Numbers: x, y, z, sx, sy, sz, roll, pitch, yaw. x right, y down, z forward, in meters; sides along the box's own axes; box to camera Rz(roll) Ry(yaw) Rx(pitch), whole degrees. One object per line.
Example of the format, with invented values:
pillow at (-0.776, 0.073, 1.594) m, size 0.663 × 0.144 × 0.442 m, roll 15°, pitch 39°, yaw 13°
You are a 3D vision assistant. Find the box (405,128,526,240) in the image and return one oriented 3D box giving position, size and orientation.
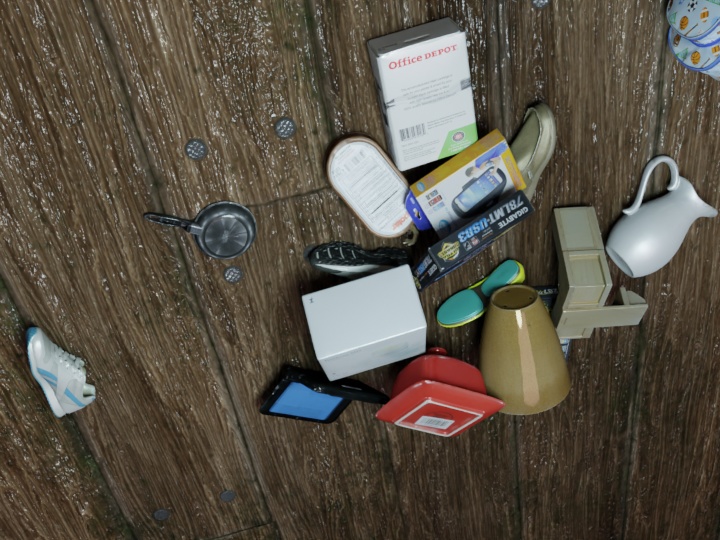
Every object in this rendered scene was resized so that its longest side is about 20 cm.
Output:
box at (0.174, -0.135, 1.290) m, size 0.198 × 0.042 × 0.119 m, roll -35°, pitch 133°, yaw 5°

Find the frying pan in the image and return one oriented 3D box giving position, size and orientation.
frying pan at (-0.263, -0.083, 1.312) m, size 0.189 × 0.031 × 0.115 m, roll 32°, pitch 109°, yaw -32°

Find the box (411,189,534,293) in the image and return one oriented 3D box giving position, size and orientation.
box at (0.187, -0.047, 1.331) m, size 0.198 × 0.199 × 0.050 m, roll -33°, pitch 82°, yaw -12°

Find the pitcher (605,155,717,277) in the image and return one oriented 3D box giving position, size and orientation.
pitcher at (0.560, -0.102, 1.467) m, size 0.199 × 0.121 × 0.172 m, roll -42°, pitch 102°, yaw 3°

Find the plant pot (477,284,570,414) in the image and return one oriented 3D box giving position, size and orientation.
plant pot at (0.305, 0.137, 1.464) m, size 0.182 × 0.187 × 0.204 m, roll -14°, pitch 117°, yaw -5°

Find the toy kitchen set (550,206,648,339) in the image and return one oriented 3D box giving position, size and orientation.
toy kitchen set at (0.453, 0.009, 1.480) m, size 0.159 × 0.184 × 0.201 m, roll -3°, pitch 147°, yaw 1°

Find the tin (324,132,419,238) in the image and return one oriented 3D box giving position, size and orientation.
tin at (0.020, -0.143, 1.309) m, size 0.111 × 0.042 × 0.200 m, roll -39°, pitch 109°, yaw 11°

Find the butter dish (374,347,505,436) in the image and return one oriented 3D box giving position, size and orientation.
butter dish at (0.149, 0.220, 1.471) m, size 0.197 × 0.150 × 0.200 m, roll 17°, pitch 143°, yaw -22°

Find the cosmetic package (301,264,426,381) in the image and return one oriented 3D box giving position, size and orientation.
cosmetic package at (0.012, 0.101, 1.384) m, size 0.195 × 0.125 × 0.201 m, roll -16°, pitch 160°, yaw -1°

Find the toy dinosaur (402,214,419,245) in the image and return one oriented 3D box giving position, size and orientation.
toy dinosaur at (0.092, -0.103, 1.369) m, size 0.195 × 0.059 × 0.103 m, roll -4°, pitch 122°, yaw -12°

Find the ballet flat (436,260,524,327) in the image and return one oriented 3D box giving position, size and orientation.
ballet flat at (0.244, 0.056, 1.513) m, size 0.199 × 0.067 × 0.067 m, roll -37°, pitch 147°, yaw 9°

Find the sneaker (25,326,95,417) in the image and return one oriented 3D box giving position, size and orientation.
sneaker at (-0.548, 0.175, 1.383) m, size 0.079 × 0.077 × 0.203 m, roll -19°, pitch 132°, yaw -12°

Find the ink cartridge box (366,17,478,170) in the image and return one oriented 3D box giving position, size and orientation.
ink cartridge box at (0.103, -0.286, 1.236) m, size 0.143 × 0.085 × 0.203 m, roll -17°, pitch 126°, yaw -4°

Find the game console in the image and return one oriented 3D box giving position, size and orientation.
game console at (-0.070, 0.270, 1.517) m, size 0.198 × 0.175 × 0.119 m, roll 17°, pitch 91°, yaw -38°

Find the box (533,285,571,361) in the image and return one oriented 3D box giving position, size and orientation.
box at (0.366, 0.128, 1.596) m, size 0.157 × 0.049 × 0.203 m, roll -2°, pitch 123°, yaw -9°

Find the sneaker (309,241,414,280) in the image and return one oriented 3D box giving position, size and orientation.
sneaker at (0.000, 0.000, 1.406) m, size 0.196 × 0.075 × 0.080 m, roll 7°, pitch 126°, yaw -19°

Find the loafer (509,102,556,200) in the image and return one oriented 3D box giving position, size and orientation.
loafer at (0.288, -0.198, 1.347) m, size 0.066 × 0.076 × 0.203 m, roll -2°, pitch 123°, yaw -20°

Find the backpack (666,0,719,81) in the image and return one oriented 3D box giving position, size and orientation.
backpack at (0.590, -0.411, 1.225) m, size 0.151 × 0.202 × 0.193 m, roll 9°, pitch 127°, yaw -14°
